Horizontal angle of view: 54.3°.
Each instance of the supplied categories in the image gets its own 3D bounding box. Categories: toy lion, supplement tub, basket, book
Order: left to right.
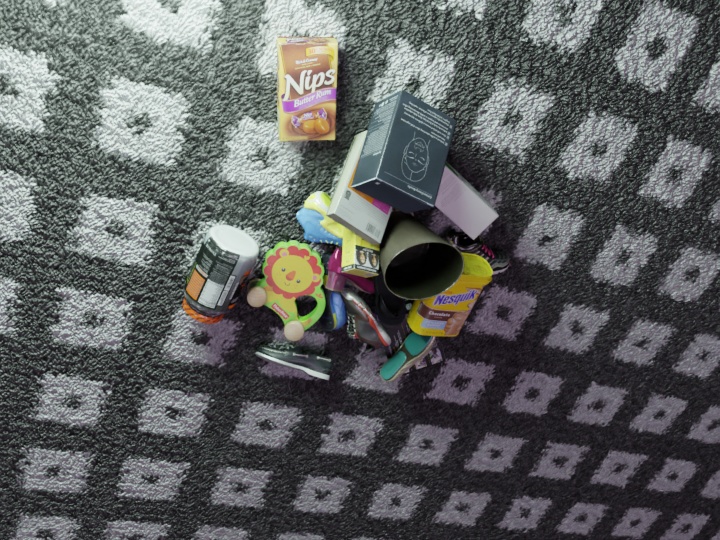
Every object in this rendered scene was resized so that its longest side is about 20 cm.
[{"bbox_3d":[-0.314,0.011,1.555,0.122,0.123,0.200,18,117,-24],"label":"supplement tub"},{"bbox_3d":[-0.155,0.037,1.635,0.192,0.069,0.200,-41,110,10],"label":"toy lion"},{"bbox_3d":[0.019,-0.174,1.492,0.133,0.048,0.201,31,68,-30],"label":"book"},{"bbox_3d":[0.110,-0.043,1.560,0.179,0.200,0.137,-8,119,-12],"label":"basket"}]

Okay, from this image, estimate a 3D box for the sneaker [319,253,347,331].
[{"bbox_3d":[-0.061,0.046,1.692,0.078,0.066,0.201,-26,123,-42],"label":"sneaker"}]

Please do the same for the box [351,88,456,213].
[{"bbox_3d":[0.091,-0.241,1.448,0.148,0.107,0.201,23,75,-26],"label":"box"}]

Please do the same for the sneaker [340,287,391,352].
[{"bbox_3d":[-0.002,0.130,1.688,0.082,0.077,0.200,-34,120,3],"label":"sneaker"}]

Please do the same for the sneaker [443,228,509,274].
[{"bbox_3d":[0.282,-0.051,1.701,0.199,0.074,0.088,12,125,-16],"label":"sneaker"}]

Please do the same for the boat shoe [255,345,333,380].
[{"bbox_3d":[-0.165,0.220,1.772,0.199,0.076,0.061,21,78,-15],"label":"boat shoe"}]

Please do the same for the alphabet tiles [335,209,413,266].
[{"bbox_3d":[0.034,-0.088,1.648,0.199,0.015,0.196,-18,125,-2],"label":"alphabet tiles"}]

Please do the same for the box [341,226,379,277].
[{"bbox_3d":[0.003,-0.090,1.528,0.075,0.201,0.050,14,161,-37],"label":"box"}]

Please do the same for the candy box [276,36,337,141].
[{"bbox_3d":[-0.108,-0.362,1.406,0.116,0.057,0.201,-4,122,-11],"label":"candy box"}]

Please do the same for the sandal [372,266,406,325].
[{"bbox_3d":[0.072,0.073,1.668,0.075,0.048,0.201,-29,136,-11],"label":"sandal"}]

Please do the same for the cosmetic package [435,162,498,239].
[{"bbox_3d":[0.207,-0.172,1.582,0.200,0.108,0.085,35,108,-32],"label":"cosmetic package"}]

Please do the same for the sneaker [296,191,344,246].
[{"bbox_3d":[-0.063,-0.091,1.584,0.105,0.076,0.200,-32,120,27],"label":"sneaker"}]

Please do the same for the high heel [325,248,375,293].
[{"bbox_3d":[0.000,0.000,1.645,0.200,0.067,0.097,0,108,-54],"label":"high heel"}]

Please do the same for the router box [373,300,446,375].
[{"bbox_3d":[0.130,0.175,1.823,0.148,0.051,0.201,-18,125,-1],"label":"router box"}]

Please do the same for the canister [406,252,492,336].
[{"bbox_3d":[0.208,0.060,1.672,0.148,0.087,0.201,4,129,-24],"label":"canister"}]

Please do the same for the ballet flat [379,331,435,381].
[{"bbox_3d":[0.130,0.210,1.782,0.069,0.070,0.200,33,114,-30],"label":"ballet flat"}]
